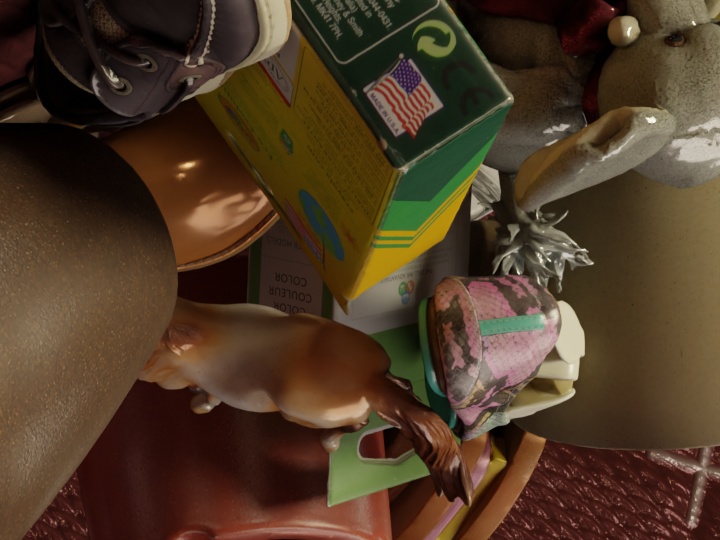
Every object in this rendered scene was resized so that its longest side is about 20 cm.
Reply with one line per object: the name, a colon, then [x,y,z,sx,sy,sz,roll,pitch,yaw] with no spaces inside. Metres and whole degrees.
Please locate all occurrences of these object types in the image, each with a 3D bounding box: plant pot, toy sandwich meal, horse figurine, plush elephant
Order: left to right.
plant pot: [-0.160,0.027,0.740,0.187,0.188,0.200,-34,-179,44]
plant pot: [-0.069,0.080,1.127,0.199,0.197,0.201,-8,149,-5]
horse figurine: [-0.043,0.044,0.918,0.133,0.198,0.050,73,34,-74]
toy sandwich meal: [0.056,0.063,1.206,0.206,0.070,0.206,-58,-168,20]
plush elephant: [0.103,-0.090,0.893,0.164,0.202,0.154,-17,-172,-43]
plant pot: [0.158,-0.012,1.030,0.198,0.136,0.200,-9,-166,2]

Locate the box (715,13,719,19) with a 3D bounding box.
box: [0.189,-0.109,0.981,0.198,0.051,0.075,-1,-177,32]

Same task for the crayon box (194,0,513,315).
crayon box: [-0.013,-0.069,0.796,0.051,0.127,0.200,-32,171,-14]

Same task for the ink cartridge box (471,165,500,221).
ink cartridge box: [0.050,-0.087,1.274,0.199,0.117,0.068,-30,177,-15]

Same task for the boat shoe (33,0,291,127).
boat shoe: [-0.074,-0.084,0.722,0.065,0.072,0.200,-34,-177,-14]

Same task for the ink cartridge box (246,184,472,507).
ink cartridge box: [0.000,0.000,1.036,0.059,0.202,0.103,10,-166,38]

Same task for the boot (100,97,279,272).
boot: [-0.113,-0.033,0.914,0.199,0.077,0.155,-24,173,12]

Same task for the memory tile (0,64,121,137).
memory tile: [-0.106,-0.079,0.919,0.199,0.017,0.153,-32,176,25]

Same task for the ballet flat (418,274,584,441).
ballet flat: [0.061,0.036,0.939,0.070,0.070,0.200,-4,172,1]

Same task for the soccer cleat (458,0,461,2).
soccer cleat: [0.055,-0.142,1.040,0.199,0.069,0.085,-23,-179,-43]
